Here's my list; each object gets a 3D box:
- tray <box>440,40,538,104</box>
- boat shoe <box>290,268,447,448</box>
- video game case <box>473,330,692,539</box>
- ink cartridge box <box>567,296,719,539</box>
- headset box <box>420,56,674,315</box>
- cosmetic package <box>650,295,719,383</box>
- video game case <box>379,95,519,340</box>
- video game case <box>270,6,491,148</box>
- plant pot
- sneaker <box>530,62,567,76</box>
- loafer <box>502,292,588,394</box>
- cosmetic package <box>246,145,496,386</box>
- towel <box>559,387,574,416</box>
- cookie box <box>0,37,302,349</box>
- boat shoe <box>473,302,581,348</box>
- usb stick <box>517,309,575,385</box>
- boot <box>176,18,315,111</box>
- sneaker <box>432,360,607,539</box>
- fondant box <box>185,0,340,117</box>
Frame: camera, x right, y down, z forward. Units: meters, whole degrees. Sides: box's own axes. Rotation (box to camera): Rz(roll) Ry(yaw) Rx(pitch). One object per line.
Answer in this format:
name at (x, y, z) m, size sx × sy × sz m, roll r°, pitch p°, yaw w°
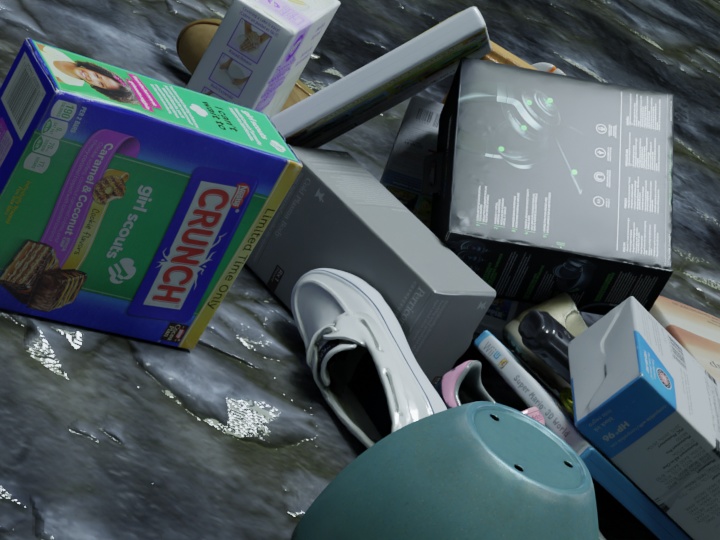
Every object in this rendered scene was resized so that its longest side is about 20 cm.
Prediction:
tray at (0.097, -0.094, 1.822) m, size 0.098 × 0.201 × 0.037 m, roll 31°, pitch 16°, yaw 2°
boat shoe at (-0.005, 0.064, 1.512) m, size 0.065 × 0.074 × 0.200 m, roll 15°, pitch 24°, yaw -45°
video game case at (0.170, 0.132, 1.569) m, size 0.143 × 0.018 × 0.200 m, roll 42°, pitch 4°, yaw -30°
ink cartridge box at (0.243, 0.128, 1.522) m, size 0.200 × 0.068 × 0.116 m, roll 43°, pitch 23°, yaw -19°
headset box at (0.150, -0.067, 1.687) m, size 0.198 × 0.093 × 0.176 m, roll 9°, pitch 59°, yaw -7°
cosmetic package at (0.301, 0.116, 1.785) m, size 0.103 × 0.088 × 0.200 m, roll 20°, pitch 24°, yaw -29°
video game case at (0.082, -0.047, 1.734) m, size 0.142 × 0.018 × 0.201 m, roll 18°, pitch 58°, yaw 4°
video game case at (0.015, -0.151, 1.696) m, size 0.023 × 0.199 × 0.182 m, roll 62°, pitch 5°, yaw 2°
plant pot at (0.074, 0.164, 1.306) m, size 0.199 × 0.135 × 0.200 m, roll 27°, pitch 21°, yaw -11°
sneaker at (0.211, -0.104, 1.841) m, size 0.201 × 0.078 × 0.077 m, roll 58°, pitch 11°, yaw 32°
loafer at (0.200, 0.091, 1.673) m, size 0.200 × 0.068 × 0.076 m, roll 41°, pitch 5°, yaw -30°
cosmetic package at (0.000, 0.000, 1.618) m, size 0.090 × 0.107 × 0.200 m, roll 5°, pitch 31°, yaw -47°
towel at (0.236, 0.162, 1.602) m, size 0.200 × 0.018 × 0.086 m, roll 40°, pitch 6°, yaw -26°
cookie box at (-0.168, -0.047, 1.405) m, size 0.199 × 0.172 × 0.075 m, roll 14°, pitch 29°, yaw -37°
boat shoe at (0.092, 0.022, 1.748) m, size 0.198 × 0.073 × 0.066 m, roll 15°, pitch -17°, yaw 6°
usb stick at (0.201, 0.103, 1.612) m, size 0.200 × 0.033 × 0.056 m, roll 41°, pitch 8°, yaw -19°
boot at (-0.116, -0.154, 1.865) m, size 0.174 × 0.066 × 0.200 m, roll 31°, pitch 22°, yaw 3°
sneaker at (0.119, 0.147, 1.477) m, size 0.200 × 0.082 × 0.070 m, roll 40°, pitch 25°, yaw 21°
fondant box at (-0.102, -0.133, 1.645) m, size 0.058 × 0.201 × 0.144 m, roll 31°, pitch 21°, yaw 3°
